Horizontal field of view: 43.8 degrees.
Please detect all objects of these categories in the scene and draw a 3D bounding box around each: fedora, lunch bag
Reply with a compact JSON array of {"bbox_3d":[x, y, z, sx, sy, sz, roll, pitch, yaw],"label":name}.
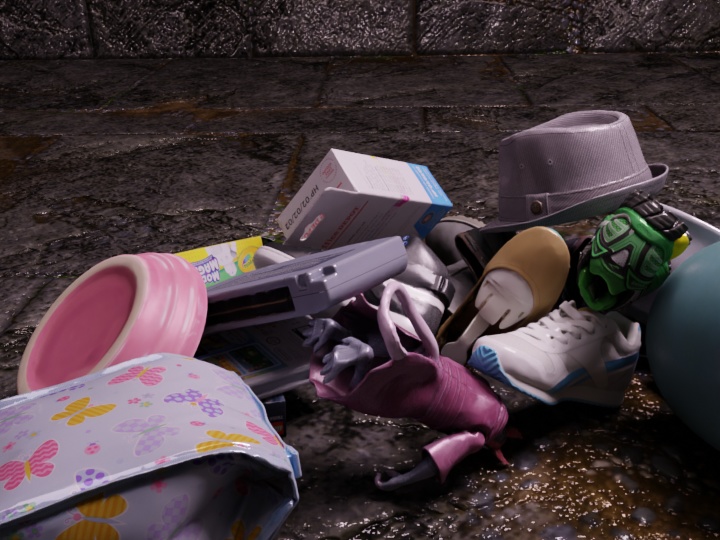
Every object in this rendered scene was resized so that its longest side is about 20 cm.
[{"bbox_3d":[0.199,-0.104,0.885,0.176,0.091,0.199,-22,11,-30],"label":"fedora"},{"bbox_3d":[-0.150,0.145,0.605,0.198,0.128,0.169,-19,25,-17],"label":"lunch bag"}]

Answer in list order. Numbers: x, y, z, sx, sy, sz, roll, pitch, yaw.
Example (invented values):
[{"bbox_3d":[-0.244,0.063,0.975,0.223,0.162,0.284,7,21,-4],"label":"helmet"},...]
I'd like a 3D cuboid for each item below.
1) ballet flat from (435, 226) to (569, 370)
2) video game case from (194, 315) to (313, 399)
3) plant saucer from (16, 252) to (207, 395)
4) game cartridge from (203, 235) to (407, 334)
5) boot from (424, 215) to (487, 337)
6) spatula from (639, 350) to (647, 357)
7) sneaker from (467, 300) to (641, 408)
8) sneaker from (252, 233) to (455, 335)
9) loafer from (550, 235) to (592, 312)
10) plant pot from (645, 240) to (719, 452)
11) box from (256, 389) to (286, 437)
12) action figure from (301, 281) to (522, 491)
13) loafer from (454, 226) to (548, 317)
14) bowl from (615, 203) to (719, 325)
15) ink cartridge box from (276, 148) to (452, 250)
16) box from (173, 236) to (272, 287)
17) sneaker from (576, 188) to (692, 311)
[{"bbox_3d":[0.118,0.042,0.798,0.069,0.201,0.063,41,48,10],"label":"ballet flat"},{"bbox_3d":[-0.130,0.067,0.821,0.181,0.024,0.200,-15,26,-30],"label":"video game case"},{"bbox_3d":[-0.219,0.062,0.758,0.199,0.051,0.202,-25,41,23],"label":"plant saucer"},{"bbox_3d":[-0.062,0.014,0.782,0.199,0.042,0.133,-12,4,40],"label":"game cartridge"},{"bbox_3d":[0.096,0.010,1.015,0.181,0.073,0.199,18,35,38],"label":"boot"},{"bbox_3d":[0.275,0.077,0.883,0.056,0.021,0.200,-6,18,-24],"label":"spatula"},{"bbox_3d":[0.166,0.066,0.761,0.199,0.082,0.076,8,13,-45],"label":"sneaker"},{"bbox_3d":[0.000,0.000,0.905,0.199,0.073,0.112,27,62,13],"label":"sneaker"},{"bbox_3d":[0.223,0.016,0.939,0.063,0.072,0.200,-31,19,21],"label":"loafer"},{"bbox_3d":[0.324,0.059,0.711,0.198,0.203,0.161,-7,7,-14],"label":"plant pot"},{"bbox_3d":[-0.149,0.096,0.834,0.135,0.040,0.200,-4,22,-11],"label":"box"},{"bbox_3d":[0.056,0.085,0.694,0.199,0.149,0.135,29,40,-20],"label":"action figure"},{"bbox_3d":[0.141,0.030,0.903,0.062,0.072,0.201,0,41,-9],"label":"loafer"},{"bbox_3d":[0.320,0.019,0.886,0.200,0.091,0.201,32,0,0],"label":"bowl"},{"bbox_3d":[-0.008,-0.065,0.985,0.199,0.115,0.068,3,47,-47],"label":"ink cartridge box"},{"bbox_3d":[-0.190,0.004,0.980,0.117,0.049,0.199,-13,4,35],"label":"box"},{"bbox_3d":[0.216,-0.004,0.773,0.078,0.085,0.200,46,-2,17],"label":"sneaker"}]
